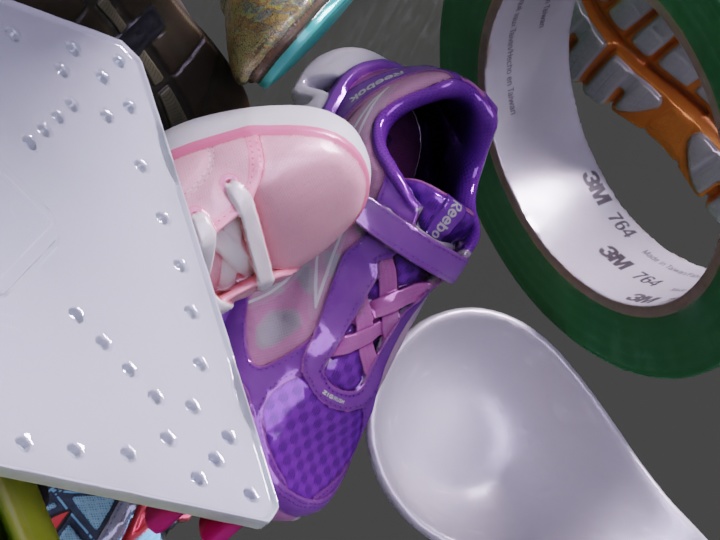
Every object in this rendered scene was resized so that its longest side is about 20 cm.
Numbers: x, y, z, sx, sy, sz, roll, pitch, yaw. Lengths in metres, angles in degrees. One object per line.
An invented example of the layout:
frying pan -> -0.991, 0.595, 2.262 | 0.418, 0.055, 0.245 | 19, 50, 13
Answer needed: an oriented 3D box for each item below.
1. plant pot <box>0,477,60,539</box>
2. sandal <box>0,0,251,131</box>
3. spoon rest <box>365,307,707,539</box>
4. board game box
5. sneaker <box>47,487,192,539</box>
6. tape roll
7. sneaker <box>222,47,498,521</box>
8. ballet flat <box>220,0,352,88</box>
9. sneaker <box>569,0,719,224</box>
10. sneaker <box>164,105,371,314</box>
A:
plant pot -> -0.177, 0.156, 0.776 | 0.181, 0.200, 0.199 | -10, 71, -50
sandal -> -0.099, -0.074, 0.962 | 0.082, 0.055, 0.200 | -43, 135, -12
spoon rest -> 0.085, 0.094, 1.066 | 0.200, 0.061, 0.100 | 39, 65, -20
board game box -> -0.129, -0.015, 0.808 | 0.200, 0.026, 0.200 | 17, 42, -43
sneaker -> -0.126, 0.097, 0.936 | 0.095, 0.079, 0.200 | 36, 66, -17
tape roll -> 0.110, -0.059, 1.024 | 0.048, 0.200, 0.201 | -21, 92, -30
sneaker -> 0.000, 0.000, 1.008 | 0.080, 0.088, 0.201 | 34, 64, -37
ballet flat -> -0.016, -0.128, 1.013 | 0.071, 0.071, 0.200 | 58, 33, -9
sneaker -> 0.142, -0.097, 1.131 | 0.200, 0.078, 0.077 | 53, 33, -5
sneaker -> -0.082, 0.015, 0.923 | 0.200, 0.105, 0.075 | -18, 132, -4
